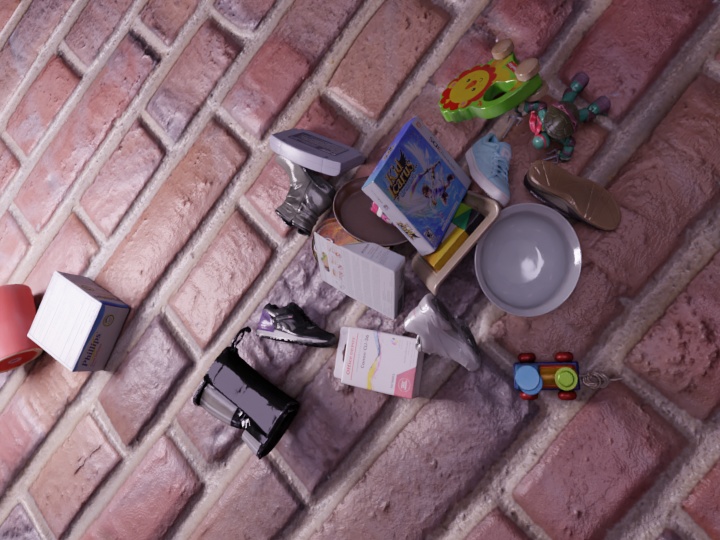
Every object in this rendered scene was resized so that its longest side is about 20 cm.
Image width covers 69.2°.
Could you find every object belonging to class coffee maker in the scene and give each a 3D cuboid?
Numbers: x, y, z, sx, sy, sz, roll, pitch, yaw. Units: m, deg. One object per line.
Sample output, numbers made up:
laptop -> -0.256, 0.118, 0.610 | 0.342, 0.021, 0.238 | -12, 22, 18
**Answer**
coffee maker -> -0.234, 0.266, 1.126 | 0.196, 0.134, 0.197 | 31, 107, 14

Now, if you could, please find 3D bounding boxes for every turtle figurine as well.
turtle figurine -> 0.380, -0.282, 1.002 | 0.198, 0.101, 0.151 | -39, 102, -7

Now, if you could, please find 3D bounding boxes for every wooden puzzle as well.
wooden puzzle -> 0.175, -0.065, 1.020 | 0.037, 0.185, 0.202 | 34, 98, -16

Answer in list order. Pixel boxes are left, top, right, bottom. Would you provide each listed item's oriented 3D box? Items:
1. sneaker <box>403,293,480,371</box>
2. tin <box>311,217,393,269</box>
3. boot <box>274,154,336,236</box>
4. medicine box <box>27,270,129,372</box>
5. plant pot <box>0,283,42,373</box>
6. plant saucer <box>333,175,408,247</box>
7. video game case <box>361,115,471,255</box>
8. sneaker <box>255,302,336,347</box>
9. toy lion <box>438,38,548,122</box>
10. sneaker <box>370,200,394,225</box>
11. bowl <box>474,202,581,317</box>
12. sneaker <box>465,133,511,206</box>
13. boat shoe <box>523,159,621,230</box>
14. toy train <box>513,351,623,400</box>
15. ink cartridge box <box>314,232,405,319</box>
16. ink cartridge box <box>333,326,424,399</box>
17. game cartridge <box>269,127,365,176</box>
sneaker -> 0.156, 0.133, 1.011 | 0.098, 0.079, 0.200 | -34, 115, 24
tin -> -0.015, -0.065, 1.157 | 0.193, 0.042, 0.116 | -11, 75, 18
boot -> -0.155, -0.179, 1.194 | 0.199, 0.068, 0.131 | 40, 81, 19
medicine box -> -0.731, 0.132, 1.354 | 0.196, 0.103, 0.187 | 26, 91, 21
plant pot -> -0.959, 0.164, 1.398 | 0.197, 0.200, 0.181 | -30, 83, 13
plant saucer -> 0.038, -0.120, 1.099 | 0.192, 0.033, 0.205 | 4, 50, -5
video game case -> 0.116, -0.168, 1.020 | 0.181, 0.045, 0.203 | 43, 58, -17
sneaker -> -0.142, 0.116, 1.159 | 0.193, 0.076, 0.091 | 7, 78, 21
toy lion -> 0.251, -0.363, 1.049 | 0.189, 0.069, 0.203 | -34, 37, 14
sneaker -> 0.102, -0.166, 1.081 | 0.074, 0.081, 0.200 | 38, 63, 10
bowl -> 0.309, -0.018, 0.992 | 0.193, 0.090, 0.210 | 0, 88, 7
sneaker -> 0.258, -0.207, 1.006 | 0.082, 0.072, 0.203 | -48, 31, 29
boat shoe -> 0.403, -0.140, 1.001 | 0.196, 0.065, 0.074 | 29, 82, 2
toy train -> 0.373, 0.191, 0.934 | 0.193, 0.115, 0.088 | -4, 80, 19
ink cartridge box -> 0.000, 0.000, 1.079 | 0.196, 0.163, 0.048 | 28, 58, 22
ink cartridge box -> 0.029, 0.186, 1.086 | 0.193, 0.067, 0.121 | 7, 84, 21
game cartridge -> -0.101, -0.268, 1.171 | 0.195, 0.133, 0.043 | 26, 127, 21
